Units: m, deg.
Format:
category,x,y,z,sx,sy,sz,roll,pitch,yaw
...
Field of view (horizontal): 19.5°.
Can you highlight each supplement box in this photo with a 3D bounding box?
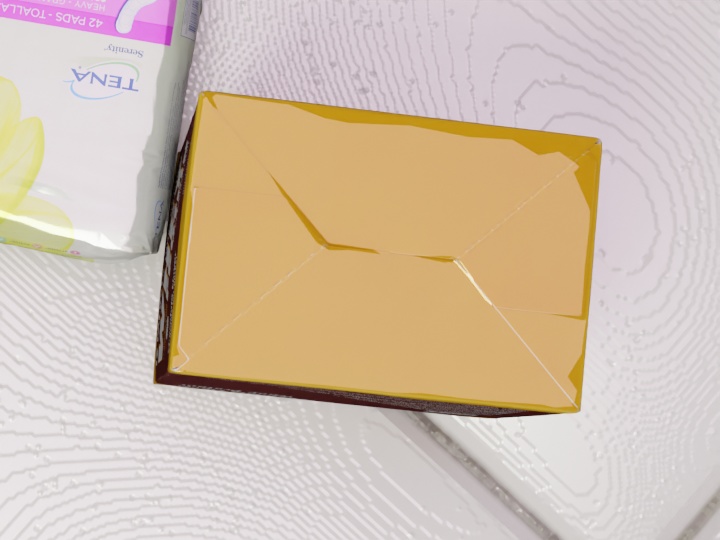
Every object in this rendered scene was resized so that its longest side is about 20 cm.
category,x,y,z,sx,sy,sz,roll,pitch,yaw
supplement box,0.000,0.000,1.073,0.196,0.200,0.133,6,84,-7

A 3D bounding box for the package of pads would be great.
category,x,y,z,sx,sy,sz,roll,pitch,yaw
package of pads,-0.193,-0.091,1.107,0.199,0.068,0.155,9,91,-1
